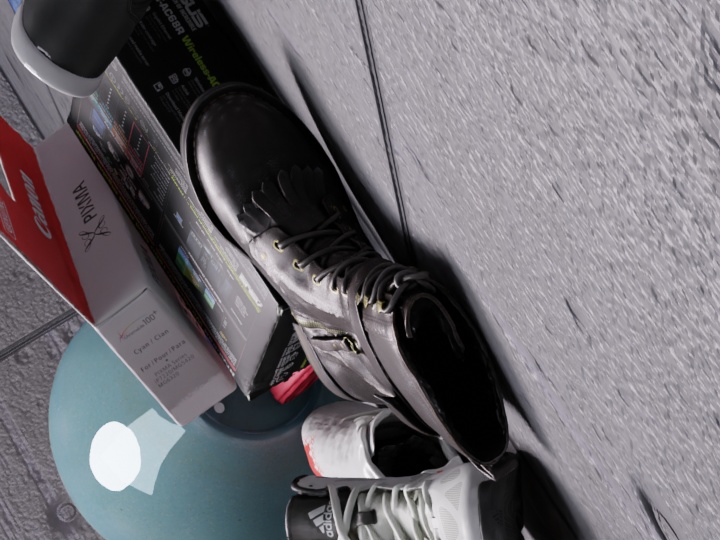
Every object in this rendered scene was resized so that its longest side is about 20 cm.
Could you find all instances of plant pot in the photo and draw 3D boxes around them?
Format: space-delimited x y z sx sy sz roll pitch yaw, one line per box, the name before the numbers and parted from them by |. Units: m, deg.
plant pot | -0.083 0.079 1.777 0.201 0.200 0.135 58 157 7

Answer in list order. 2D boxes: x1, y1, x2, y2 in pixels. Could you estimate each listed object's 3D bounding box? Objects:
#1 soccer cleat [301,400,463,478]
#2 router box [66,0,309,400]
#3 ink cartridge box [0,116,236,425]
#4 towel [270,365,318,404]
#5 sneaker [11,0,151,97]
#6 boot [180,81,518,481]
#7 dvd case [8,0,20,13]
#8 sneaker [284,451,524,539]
soccer cleat | 0.018 0.105 1.631 0.200 0.068 0.085 42 153 58
router box | -0.079 -0.046 1.553 0.200 0.062 0.150 57 160 12
ink cartridge box | -0.155 -0.028 1.632 0.176 0.045 0.200 50 -173 -36
towel | -0.069 -0.026 1.664 0.200 0.022 0.145 59 152 7
sneaker | -0.126 -0.175 1.439 0.071 0.099 0.200 30 -154 -24
boot | 0.000 0.000 1.358 0.200 0.069 0.174 57 168 -16
dvd case | -0.175 -0.203 1.606 0.143 0.018 0.200 60 154 -1
sneaker | 0.021 0.134 1.434 0.201 0.115 0.076 119 147 -83
